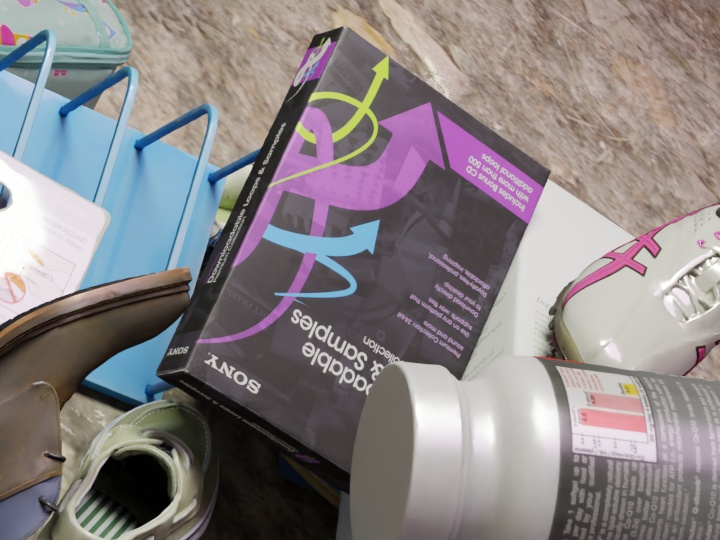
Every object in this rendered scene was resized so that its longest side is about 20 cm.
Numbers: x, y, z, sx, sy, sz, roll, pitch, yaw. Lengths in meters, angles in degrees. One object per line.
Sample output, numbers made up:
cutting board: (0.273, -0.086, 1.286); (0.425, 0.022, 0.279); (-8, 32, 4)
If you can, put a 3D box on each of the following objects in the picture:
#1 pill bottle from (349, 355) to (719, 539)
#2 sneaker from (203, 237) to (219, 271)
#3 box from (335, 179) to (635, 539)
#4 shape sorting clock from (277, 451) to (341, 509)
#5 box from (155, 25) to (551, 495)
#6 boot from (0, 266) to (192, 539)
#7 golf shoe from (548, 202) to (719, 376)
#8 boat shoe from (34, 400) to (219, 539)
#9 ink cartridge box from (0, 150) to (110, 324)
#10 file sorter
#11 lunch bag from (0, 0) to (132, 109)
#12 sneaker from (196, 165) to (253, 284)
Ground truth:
pill bottle: (0.103, 0.101, 1.212); (0.198, 0.116, 0.116); (8, 36, -16)
sneaker: (-0.041, -0.019, 1.453); (0.077, 0.071, 0.201); (-3, 37, 17)
box: (0.077, 0.074, 1.390); (0.106, 0.152, 0.201); (32, 37, -20)
shape sorting clock: (0.012, 0.081, 1.485); (0.199, 0.039, 0.201); (27, 30, -17)
box: (0.000, 0.000, 1.316); (0.143, 0.036, 0.201); (33, 71, -23)
boot: (-0.149, 0.072, 1.161); (0.199, 0.075, 0.098); (-25, 92, -20)
golf shoe: (0.160, 0.007, 1.332); (0.073, 0.092, 0.200); (51, 34, 0)
boat shoe: (-0.107, 0.111, 1.284); (0.072, 0.062, 0.200); (35, 27, -2)
ink cartridge box: (-0.225, 0.023, 1.206); (0.161, 0.050, 0.201); (29, 58, -13)
file sorter: (-0.151, -0.035, 1.331); (0.199, 0.122, 0.140); (24, 70, -23)
lunch bag: (-0.235, -0.170, 1.545); (0.160, 0.077, 0.200); (-6, 50, -51)
sneaker: (-0.132, -0.032, 1.455); (0.199, 0.077, 0.076); (-1, 46, -47)
